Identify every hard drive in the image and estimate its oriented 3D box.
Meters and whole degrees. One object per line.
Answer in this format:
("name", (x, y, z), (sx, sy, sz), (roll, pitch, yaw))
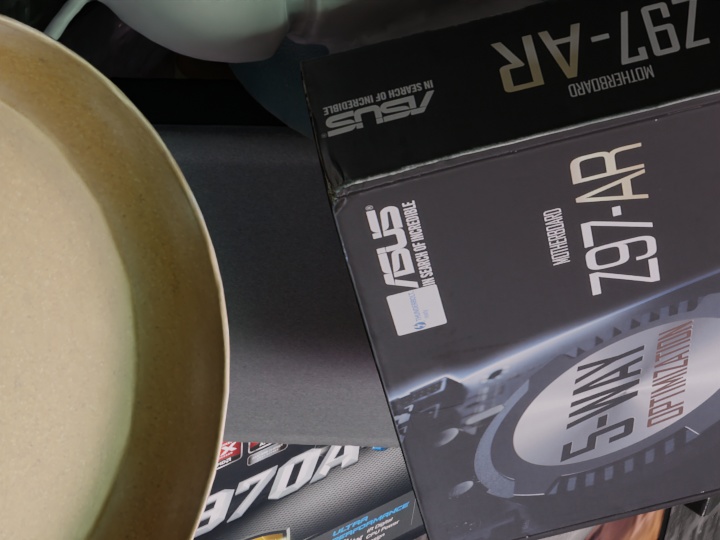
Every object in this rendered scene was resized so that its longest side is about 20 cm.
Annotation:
("hard drive", (0.000, 0.000, 0.907), (0.140, 0.199, 0.033), (86, 8, -46))

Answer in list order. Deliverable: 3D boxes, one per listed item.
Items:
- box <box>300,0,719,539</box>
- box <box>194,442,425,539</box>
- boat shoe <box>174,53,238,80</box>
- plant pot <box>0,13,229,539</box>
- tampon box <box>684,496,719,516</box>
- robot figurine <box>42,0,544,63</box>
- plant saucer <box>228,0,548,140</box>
("box", (0.079, -0.001, 0.815), (0.159, 0.044, 0.200), (-13, 145, 1))
("box", (-0.009, 0.049, 1.076), (0.199, 0.046, 0.159), (-23, 144, -25))
("boat shoe", (0.027, -0.048, 0.984), (0.200, 0.073, 0.063), (-3, 115, -35))
("plant pot", (-0.124, 0.031, 0.730), (0.199, 0.027, 0.201), (-7, 102, -33))
("tampon box", (0.166, -0.023, 1.334), (0.150, 0.126, 0.201), (-39, 154, -37))
("robot figurine", (-0.001, -0.124, 0.789), (0.199, 0.171, 0.113), (-19, 180, -11))
("plant saucer", (0.051, -0.105, 0.877), (0.200, 0.199, 0.028), (-44, 141, -30))
